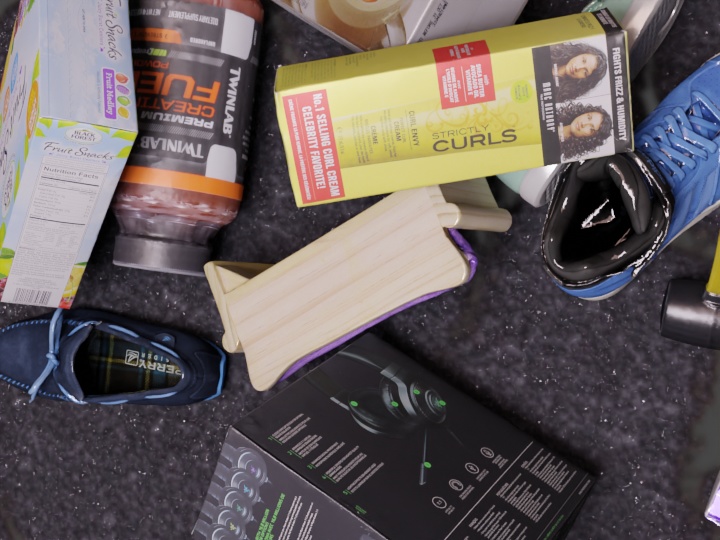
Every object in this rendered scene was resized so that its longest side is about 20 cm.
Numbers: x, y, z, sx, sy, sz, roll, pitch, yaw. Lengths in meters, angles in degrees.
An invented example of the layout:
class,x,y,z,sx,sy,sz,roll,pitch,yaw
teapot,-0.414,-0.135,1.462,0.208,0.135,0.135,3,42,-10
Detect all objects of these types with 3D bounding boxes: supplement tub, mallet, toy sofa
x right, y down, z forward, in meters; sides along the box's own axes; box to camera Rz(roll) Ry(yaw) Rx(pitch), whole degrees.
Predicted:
class,x,y,z,sx,sy,sz,roll,pitch,yaw
supplement tub,-0.130,-0.100,0.848,0.105,0.107,0.204,6,89,20
mallet,0.226,-0.022,0.688,0.065,0.202,0.042,15,50,9
toy sofa,0.000,0.000,0.788,0.198,0.082,0.099,-30,75,28

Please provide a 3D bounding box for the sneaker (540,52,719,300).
class,x,y,z,sx,sy,sz,roll,pitch,yaw
sneaker,0.188,-0.064,0.729,0.200,0.111,0.077,-46,74,12

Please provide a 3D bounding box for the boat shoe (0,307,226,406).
class,x,y,z,sx,sy,sz,roll,pitch,yaw
boat shoe,-0.198,0.060,0.883,0.197,0.069,0.086,-3,86,20

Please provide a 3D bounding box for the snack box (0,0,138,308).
class,x,y,z,sx,sy,sz,roll,pitch,yaw
snack box,-0.209,-0.099,0.813,0.201,0.067,0.171,124,144,-49

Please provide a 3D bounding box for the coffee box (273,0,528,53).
class,x,y,z,sx,sy,sz,roll,pitch,yaw
coffee box,0.011,-0.202,0.780,0.200,0.079,0.115,39,101,41

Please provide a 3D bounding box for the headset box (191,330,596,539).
class,x,y,z,sx,sy,sz,roll,pitch,yaw
headset box,0.018,0.143,0.736,0.198,0.174,0.094,32,119,17

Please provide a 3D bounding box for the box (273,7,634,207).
class,x,y,z,sx,sy,sz,roll,pitch,yaw
box,0.053,-0.093,0.680,0.196,0.050,0.076,-8,115,3

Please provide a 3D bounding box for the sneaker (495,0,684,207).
class,x,y,z,sx,sy,sz,roll,pitch,yaw
sneaker,0.127,-0.157,0.770,0.118,0.074,0.202,39,107,18

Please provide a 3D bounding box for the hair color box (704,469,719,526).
class,x,y,z,sx,sy,sz,roll,pitch,yaw
hair color box,0.270,0.058,0.694,0.064,0.109,0.203,22,95,19
